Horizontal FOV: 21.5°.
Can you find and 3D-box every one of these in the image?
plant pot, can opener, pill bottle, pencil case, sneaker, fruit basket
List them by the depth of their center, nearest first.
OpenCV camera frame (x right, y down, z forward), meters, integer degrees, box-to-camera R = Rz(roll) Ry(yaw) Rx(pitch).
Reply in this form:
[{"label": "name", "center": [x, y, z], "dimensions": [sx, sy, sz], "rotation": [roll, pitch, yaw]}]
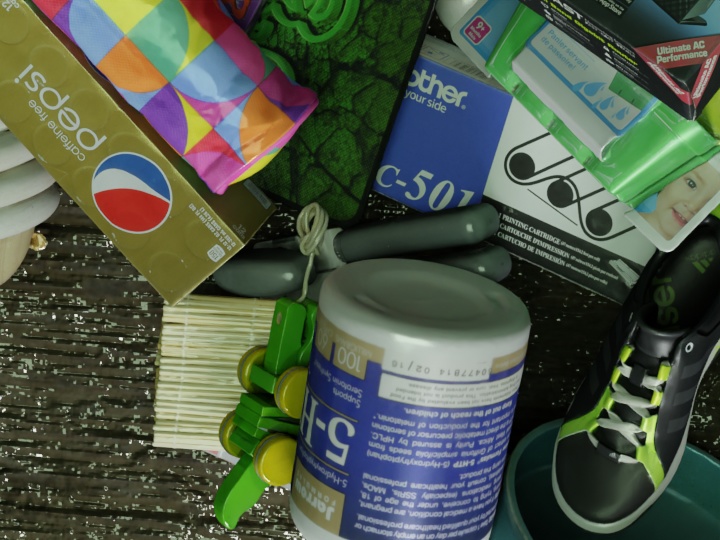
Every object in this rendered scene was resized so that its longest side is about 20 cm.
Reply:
[{"label": "fruit basket", "center": [0.171, -0.142, 1.020], "dimensions": [0.200, 0.094, 0.185], "rotation": [-48, 71, 16]}, {"label": "sneaker", "center": [0.156, 0.048, 1.051], "dimensions": [0.072, 0.083, 0.201], "rotation": [23, 84, 26]}, {"label": "pencil case", "center": [-0.113, -0.139, 1.056], "dimensions": [0.088, 0.088, 0.200], "rotation": [-38, 98, 17]}, {"label": "pill bottle", "center": [0.022, 0.105, 1.072], "dimensions": [0.119, 0.120, 0.201], "rotation": [12, 109, 9]}, {"label": "plant pot", "center": [0.145, 0.223, 1.140], "dimensions": [0.199, 0.200, 0.188], "rotation": [27, 122, 5]}, {"label": "can opener", "center": [0.000, 0.000, 1.152], "dimensions": [0.199, 0.066, 0.053], "rotation": [-9, 102, 38]}]

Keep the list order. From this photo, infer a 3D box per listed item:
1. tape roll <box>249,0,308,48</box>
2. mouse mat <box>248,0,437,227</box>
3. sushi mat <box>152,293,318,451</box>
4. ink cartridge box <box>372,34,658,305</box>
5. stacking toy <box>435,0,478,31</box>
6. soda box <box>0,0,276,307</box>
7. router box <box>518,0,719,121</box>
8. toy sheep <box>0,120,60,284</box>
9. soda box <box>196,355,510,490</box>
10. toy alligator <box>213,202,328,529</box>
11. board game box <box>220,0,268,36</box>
[{"label": "tape roll", "center": [-0.106, -0.222, 1.141], "dimensions": [0.200, 0.048, 0.201], "rotation": [4, 105, 15]}, {"label": "mouse mat", "center": [-0.046, -0.136, 1.115], "dimensions": [0.160, 0.008, 0.201], "rotation": [23, 117, 8]}, {"label": "sushi mat", "center": [-0.030, 0.067, 1.158], "dimensions": [0.199, 0.012, 0.096], "rotation": [3, 92, 8]}, {"label": "ink cartridge box", "center": [0.094, -0.063, 1.125], "dimensions": [0.199, 0.044, 0.094], "rotation": [25, 117, 20]}, {"label": "stacking toy", "center": [0.050, -0.224, 1.098], "dimensions": [0.145, 0.146, 0.201], "rotation": [-10, 115, 14]}, {"label": "soda box", "center": [-0.145, -0.081, 1.101], "dimensions": [0.068, 0.064, 0.200], "rotation": [-39, 97, 27]}, {"label": "router box", "center": [0.139, -0.196, 0.975], "dimensions": [0.200, 0.062, 0.150], "rotation": [38, 86, 19]}, {"label": "toy sheep", "center": [-0.251, -0.083, 1.178], "dimensions": [0.137, 0.138, 0.201], "rotation": [-2, 111, 13]}, {"label": "soda box", "center": [-0.004, 0.114, 1.200], "dimensions": [0.199, 0.070, 0.064], "rotation": [24, 104, 6]}, {"label": "toy alligator", "center": [-0.036, 0.061, 1.127], "dimensions": [0.054, 0.059, 0.201], "rotation": [14, 96, -34]}, {"label": "board game box", "center": [-0.115, -0.170, 1.105], "dimensions": [0.120, 0.032, 0.200], "rotation": [31, 118, -1]}]
